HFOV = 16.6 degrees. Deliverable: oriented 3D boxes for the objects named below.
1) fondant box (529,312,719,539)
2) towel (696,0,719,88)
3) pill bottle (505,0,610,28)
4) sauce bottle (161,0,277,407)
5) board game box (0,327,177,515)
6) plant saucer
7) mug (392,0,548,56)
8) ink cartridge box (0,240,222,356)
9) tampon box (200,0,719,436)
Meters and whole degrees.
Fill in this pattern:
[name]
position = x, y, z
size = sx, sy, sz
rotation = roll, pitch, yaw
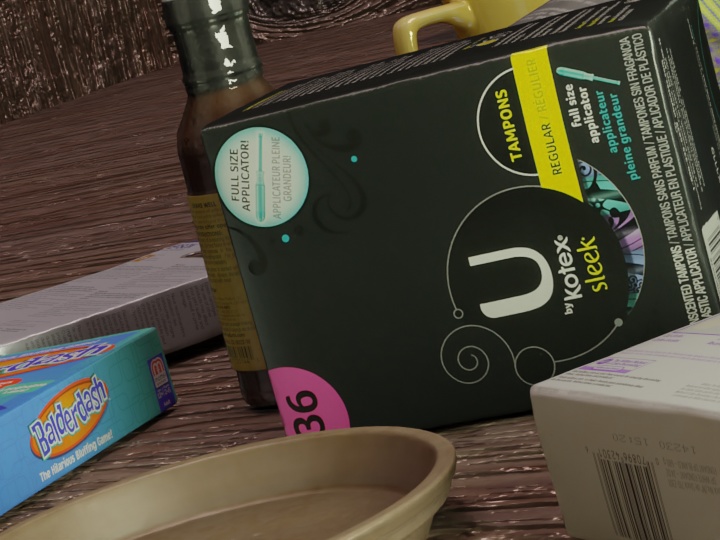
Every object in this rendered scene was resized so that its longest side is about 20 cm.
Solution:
[fondant box]
position = 0.178, 0.036, 0.803
size = 0.200, 0.058, 0.144
rotation = -21, 10, -23
[towel]
position = 0.180, -0.076, 1.130
size = 0.200, 0.144, 0.023
rotation = -29, 39, 20
[pill bottle]
position = 0.092, -0.067, 1.238
size = 0.200, 0.114, 0.114
rotation = -34, 18, -35
[sauce bottle]
position = -0.051, -0.037, 1.174
size = 0.065, 0.200, 0.065
rotation = -14, 11, 3
[board game box]
position = -0.201, 0.085, 1.184
size = 0.152, 0.045, 0.200
rotation = -11, 9, 26
[plant saucer]
position = -0.059, 0.102, 0.893
size = 0.200, 0.030, 0.200
rotation = -16, 9, 3
[mug]
position = 0.123, -0.155, 1.733
size = 0.186, 0.153, 0.149
rotation = -15, 10, 5
[ink cartridge box]
position = -0.151, 0.029, 1.443
size = 0.200, 0.043, 0.196
rotation = -18, 8, -24
[tampon box]
position = 0.057, -0.023, 1.065
size = 0.200, 0.150, 0.126
rotation = -13, 9, 19
